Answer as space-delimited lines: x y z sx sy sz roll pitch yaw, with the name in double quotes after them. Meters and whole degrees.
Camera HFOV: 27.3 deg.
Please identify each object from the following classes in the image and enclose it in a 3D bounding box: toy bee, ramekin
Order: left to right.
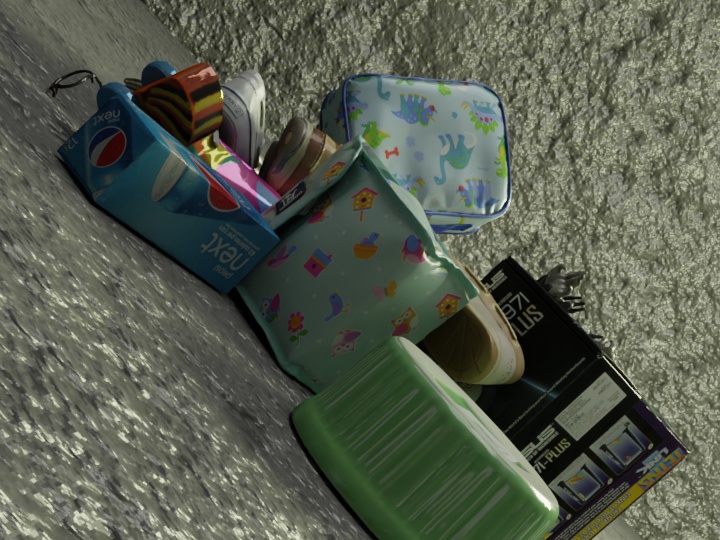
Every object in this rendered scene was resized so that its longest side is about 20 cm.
-0.174 -0.123 1.265 0.200 0.131 0.109 31 -37 64 "toy bee"
0.052 0.141 1.076 0.200 0.098 0.200 46 4 -4 "ramekin"

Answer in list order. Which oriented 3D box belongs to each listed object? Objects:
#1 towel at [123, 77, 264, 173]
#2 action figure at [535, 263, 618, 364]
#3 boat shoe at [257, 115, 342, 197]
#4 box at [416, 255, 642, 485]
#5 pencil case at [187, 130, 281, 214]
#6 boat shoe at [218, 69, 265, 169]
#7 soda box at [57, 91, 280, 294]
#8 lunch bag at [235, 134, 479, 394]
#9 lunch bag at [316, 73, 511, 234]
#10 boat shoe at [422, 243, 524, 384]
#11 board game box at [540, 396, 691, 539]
-0.172 -0.142 1.641 0.132 0.035 0.200 19 -17 40 "towel"
0.199 0.055 1.494 0.119 0.102 0.200 71 18 4 "action figure"
-0.062 -0.090 1.465 0.072 0.076 0.200 23 -13 -10 "boat shoe"
0.120 0.115 1.326 0.086 0.200 0.164 43 6 -42 "box"
-0.117 -0.060 1.395 0.200 0.088 0.088 47 4 -9 "pencil case"
-0.123 -0.122 1.475 0.074 0.067 0.200 41 -27 9 "boat shoe"
-0.146 -0.057 1.166 0.064 0.068 0.200 49 4 32 "soda box"
-0.022 -0.012 1.275 0.122 0.170 0.200 42 11 -49 "lunch bag"
0.055 -0.117 1.539 0.082 0.199 0.161 -28 -116 61 "lunch bag"
0.079 0.032 1.308 0.069 0.074 0.200 22 27 -41 "boat shoe"
0.208 0.194 1.476 0.165 0.200 0.057 44 7 -41 "board game box"
